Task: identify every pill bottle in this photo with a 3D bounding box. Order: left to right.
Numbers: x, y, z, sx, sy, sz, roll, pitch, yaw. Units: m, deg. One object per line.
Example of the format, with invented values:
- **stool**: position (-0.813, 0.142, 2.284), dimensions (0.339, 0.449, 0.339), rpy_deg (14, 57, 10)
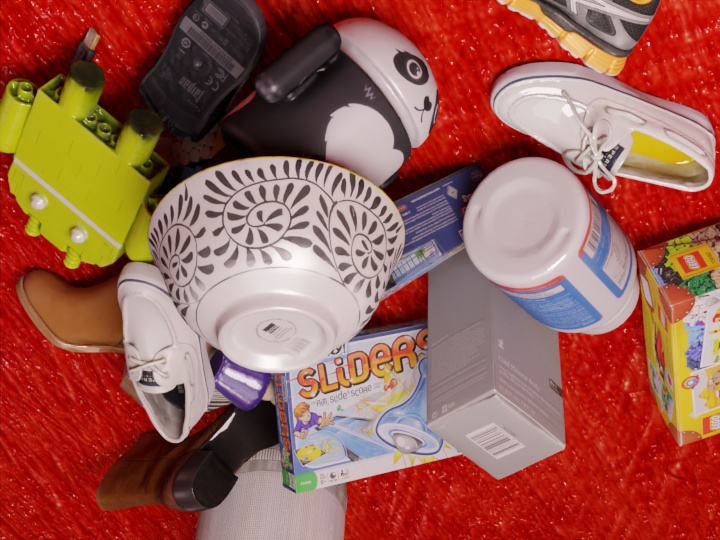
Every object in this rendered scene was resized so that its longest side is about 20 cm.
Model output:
- **pill bottle**: position (0.173, -0.011, 1.253), dimensions (0.111, 0.113, 0.200), rpy_deg (-17, 154, 21)

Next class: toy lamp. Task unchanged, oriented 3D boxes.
- **toy lamp**: position (-0.057, 0.127, 1.391), dimensions (0.199, 0.059, 0.058), rpy_deg (27, 133, -28)

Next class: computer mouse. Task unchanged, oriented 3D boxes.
- **computer mouse**: position (-0.161, -0.169, 1.195), dimensions (0.140, 0.046, 0.201), rpy_deg (37, 118, 4)

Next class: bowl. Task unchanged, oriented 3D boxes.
- **bowl**: position (-0.063, 0.015, 1.089), dimensions (0.198, 0.095, 0.202), rpy_deg (-1, 144, -1)

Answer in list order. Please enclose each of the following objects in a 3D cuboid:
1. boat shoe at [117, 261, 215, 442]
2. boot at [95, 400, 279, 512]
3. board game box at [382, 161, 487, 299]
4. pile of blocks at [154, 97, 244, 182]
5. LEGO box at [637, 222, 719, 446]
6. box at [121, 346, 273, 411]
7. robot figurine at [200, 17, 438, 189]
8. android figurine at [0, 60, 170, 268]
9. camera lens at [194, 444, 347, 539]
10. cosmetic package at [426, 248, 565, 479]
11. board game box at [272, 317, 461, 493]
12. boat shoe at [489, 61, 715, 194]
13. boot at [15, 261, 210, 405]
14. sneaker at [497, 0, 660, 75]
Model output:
- **boat shoe**: position (-0.176, 0.077, 1.270), dimensions (0.071, 0.066, 0.201), rpy_deg (11, 142, 12)
- **boot**: position (-0.167, 0.182, 1.520), dimensions (0.069, 0.189, 0.199), rpy_deg (47, 148, -22)
- **board game box**: position (0.000, 0.000, 1.281), dimensions (0.199, 0.199, 0.062), rpy_deg (-36, 84, 47)
- **pile of blocks**: position (-0.141, -0.087, 1.257), dimensions (0.198, 0.083, 0.062), rpy_deg (-20, 172, 28)
- **LEGO box**: position (0.340, 0.051, 1.327), dimensions (0.147, 0.078, 0.201), rpy_deg (-19, 135, -2)
- **box**: position (-0.134, 0.081, 1.436), dimensions (0.198, 0.069, 0.082), rpy_deg (-22, 131, 26)
- **robot figurine**: position (-0.028, -0.108, 1.146), dimensions (0.125, 0.200, 0.150), rpy_deg (48, 169, -1)
- **android figurine**: position (-0.233, -0.079, 1.219), dimensions (0.182, 0.041, 0.200), rpy_deg (40, 135, 3)
- **camera lens**: position (-0.096, 0.280, 1.546), dimensions (0.158, 0.201, 0.161), rpy_deg (2, 137, 2)
- **cosmetic package**: position (0.120, 0.072, 1.311), dimensions (0.090, 0.202, 0.107), rpy_deg (-30, 130, 33)
- **board game box**: position (0.015, 0.123, 1.377), dimensions (0.198, 0.034, 0.137), rpy_deg (-10, 100, -26)
- **boat shoe**: position (0.202, -0.105, 1.199), dimensions (0.200, 0.087, 0.075), rpy_deg (17, 135, -13)
- **boot**: position (-0.222, 0.019, 1.373), dimensions (0.199, 0.077, 0.156), rpy_deg (38, 114, 14)
- **sneaker**: position (0.142, -0.229, 1.092), dimensions (0.199, 0.079, 0.077), rpy_deg (28, 119, -27)
